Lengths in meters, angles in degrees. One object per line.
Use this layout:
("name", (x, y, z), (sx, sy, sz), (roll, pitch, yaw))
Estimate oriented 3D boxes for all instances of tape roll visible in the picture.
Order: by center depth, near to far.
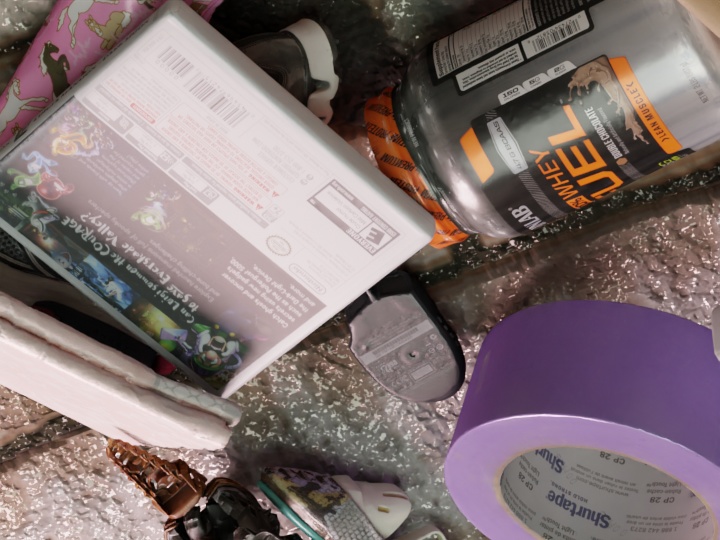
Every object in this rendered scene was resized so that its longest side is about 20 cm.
("tape roll", (0.156, 0.109, 1.782), (0.200, 0.085, 0.200), (14, 147, 9))

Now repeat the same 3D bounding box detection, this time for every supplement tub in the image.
("supplement tub", (0.111, -0.097, 1.673), (0.200, 0.123, 0.123), (-26, 120, 16))

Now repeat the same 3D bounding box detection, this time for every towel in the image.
("towel", (-0.183, 0.053, 1.746), (0.191, 0.200, 0.032), (27, 78, -19))

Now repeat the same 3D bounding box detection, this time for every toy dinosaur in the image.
("toy dinosaur", (-0.087, 0.174, 1.839), (0.200, 0.136, 0.102), (21, 109, -25))

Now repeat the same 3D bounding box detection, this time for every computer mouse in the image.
("computer mouse", (0.000, 0.000, 1.795), (0.059, 0.034, 0.200), (-27, 113, 18))

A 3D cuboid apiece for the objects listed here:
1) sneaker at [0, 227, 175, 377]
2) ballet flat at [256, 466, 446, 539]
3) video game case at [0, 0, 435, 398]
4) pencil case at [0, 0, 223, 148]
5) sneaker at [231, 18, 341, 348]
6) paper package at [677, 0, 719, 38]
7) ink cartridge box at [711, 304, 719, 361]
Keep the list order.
("sneaker", (-0.179, -0.015, 1.758), (0.200, 0.081, 0.075), (28, 103, -25))
("ballet flat", (0.014, 0.175, 1.894), (0.072, 0.072, 0.200), (-31, 118, 18))
("video game case", (-0.090, -0.036, 1.659), (0.200, 0.023, 0.182), (40, 122, -20))
("pencil case", (-0.129, -0.135, 1.670), (0.087, 0.083, 0.200), (28, 118, -13))
("sneaker", (-0.066, -0.045, 1.707), (0.090, 0.066, 0.200), (-7, 113, -31))
("paper package", (0.241, -0.171, 1.585), (0.200, 0.191, 0.103), (38, 113, -24))
("ink cartridge box", (0.329, 0.028, 1.623), (0.200, 0.043, 0.196), (26, 135, -34))
